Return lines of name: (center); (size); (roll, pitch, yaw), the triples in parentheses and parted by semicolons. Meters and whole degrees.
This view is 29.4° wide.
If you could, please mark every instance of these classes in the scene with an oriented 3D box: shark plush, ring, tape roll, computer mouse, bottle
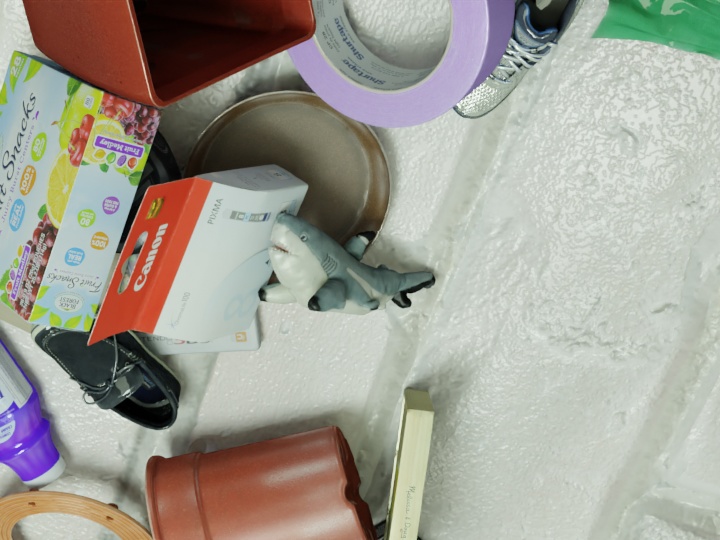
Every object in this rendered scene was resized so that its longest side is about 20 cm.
shark plush: (0.000, 0.000, 1.284); (0.199, 0.091, 0.084); (8, 90, -28)
ring: (-0.312, 0.292, 1.487); (0.200, 0.019, 0.201); (5, 139, 4)
tape roll: (0.029, -0.227, 1.179); (0.199, 0.066, 0.201); (12, 119, 22)
computer mouse: (-0.200, -0.088, 1.246); (0.138, 0.200, 0.053); (-37, 137, 17)
bottle: (-0.377, 0.138, 1.418); (0.083, 0.065, 0.200); (-22, 113, 15)

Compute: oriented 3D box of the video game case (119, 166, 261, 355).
video game case: (-0.199, -0.006, 1.362); (0.181, 0.022, 0.201); (-3, 116, 4)

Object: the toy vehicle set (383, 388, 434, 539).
toy vehicle set: (0.045, 0.226, 1.371); (0.026, 0.124, 0.201); (8, 95, 0)

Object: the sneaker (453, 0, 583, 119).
sneaker: (0.139, -0.214, 1.207); (0.077, 0.085, 0.200); (29, 115, -11)

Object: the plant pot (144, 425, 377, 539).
plant pot: (-0.093, 0.256, 1.402); (0.195, 0.201, 0.201); (-18, 114, 2)

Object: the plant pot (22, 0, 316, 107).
plant pot: (-0.181, -0.260, 1.129); (0.176, 0.200, 0.200); (7, 119, 39)

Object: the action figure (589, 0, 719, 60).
action figure: (0.311, -0.229, 1.208); (0.199, 0.055, 0.118); (18, 114, -13)

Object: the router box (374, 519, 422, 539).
router box: (0.009, 0.380, 1.517); (0.200, 0.062, 0.150); (-35, 109, 18)

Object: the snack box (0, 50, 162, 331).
snack box: (-0.266, -0.071, 1.179); (0.068, 0.168, 0.201); (14, 100, -43)

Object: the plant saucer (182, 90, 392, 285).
plant saucer: (-0.070, -0.079, 1.301); (0.199, 0.032, 0.201); (-3, 115, -6)

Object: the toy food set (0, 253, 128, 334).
toy food set: (-0.328, -0.019, 1.333); (0.199, 0.060, 0.144); (25, 131, 0)

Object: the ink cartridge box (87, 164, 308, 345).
ink cartridge box: (-0.139, -0.008, 1.210); (0.047, 0.200, 0.160); (33, 113, 19)

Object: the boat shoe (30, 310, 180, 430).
boat shoe: (-0.244, 0.098, 1.350); (0.074, 0.062, 0.200); (-31, 138, 13)
